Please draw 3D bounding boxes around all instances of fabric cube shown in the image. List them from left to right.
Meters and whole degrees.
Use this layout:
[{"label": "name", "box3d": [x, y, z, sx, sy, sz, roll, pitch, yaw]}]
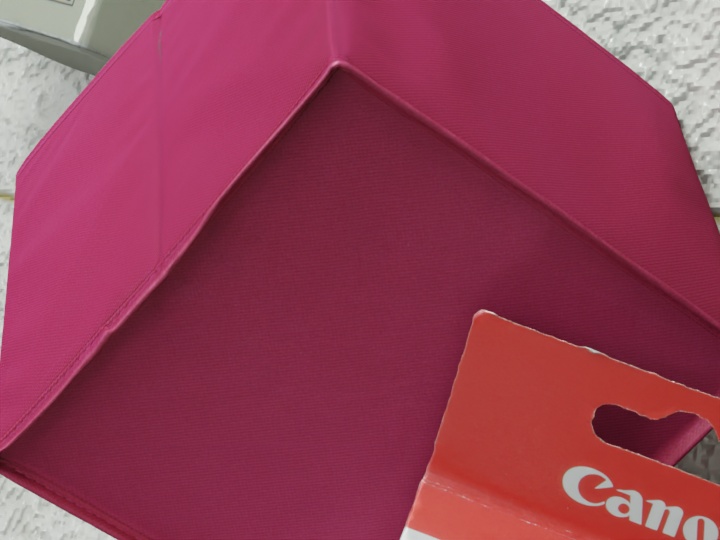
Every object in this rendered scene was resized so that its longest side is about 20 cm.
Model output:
[{"label": "fabric cube", "box3d": [0.000, 0.000, 0.914, 0.200, 0.196, 0.200, -47, 24, 21]}]

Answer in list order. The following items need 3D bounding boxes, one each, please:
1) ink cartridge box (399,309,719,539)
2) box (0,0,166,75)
[{"label": "ink cartridge box", "box3d": [0.081, 0.131, 0.828, 0.161, 0.050, 0.200, 20, 122, 8]}, {"label": "box", "box3d": [-0.098, -0.191, 1.181, 0.128, 0.109, 0.200, 19, 88, 45]}]
